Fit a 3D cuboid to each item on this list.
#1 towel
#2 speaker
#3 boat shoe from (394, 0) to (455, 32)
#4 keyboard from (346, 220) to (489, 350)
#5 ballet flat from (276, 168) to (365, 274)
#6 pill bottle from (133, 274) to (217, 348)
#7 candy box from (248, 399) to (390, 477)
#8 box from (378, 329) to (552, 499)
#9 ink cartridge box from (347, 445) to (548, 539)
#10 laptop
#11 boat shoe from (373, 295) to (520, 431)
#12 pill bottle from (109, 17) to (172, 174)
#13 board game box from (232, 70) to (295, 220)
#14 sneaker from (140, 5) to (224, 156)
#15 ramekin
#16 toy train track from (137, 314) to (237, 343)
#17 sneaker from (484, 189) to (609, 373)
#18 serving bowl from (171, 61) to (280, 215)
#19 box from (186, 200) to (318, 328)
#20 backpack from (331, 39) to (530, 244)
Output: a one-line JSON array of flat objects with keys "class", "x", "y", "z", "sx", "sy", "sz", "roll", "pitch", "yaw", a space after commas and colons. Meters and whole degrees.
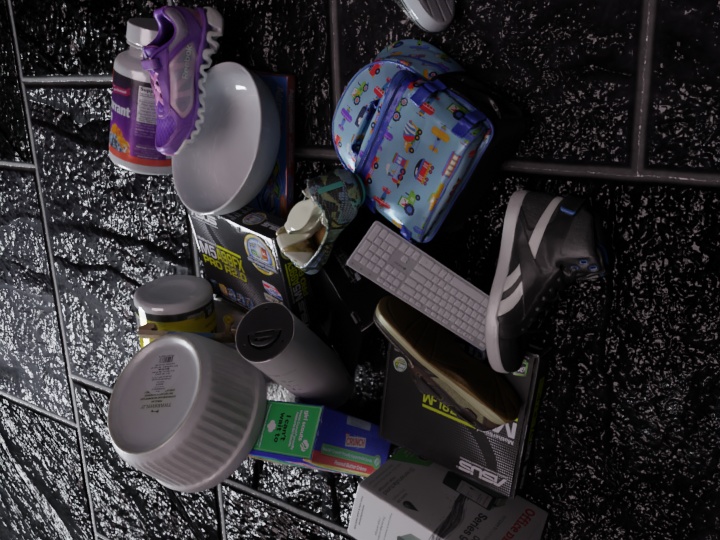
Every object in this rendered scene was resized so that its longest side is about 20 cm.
[{"class": "towel", "x": -0.158, "y": 0.128, "z": 1.108, "sx": 0.200, "sy": 0.034, "sz": 0.133, "roll": 19, "pitch": 116, "yaw": 31}, {"class": "speaker", "x": -0.080, "y": 0.116, "z": 0.941, "sx": 0.081, "sy": 0.200, "sz": 0.081, "roll": -11, "pitch": 59, "yaw": 19}, {"class": "boat shoe", "x": 0.037, "y": -0.335, "z": 0.799, "sx": 0.071, "sy": 0.072, "sz": 0.200, "roll": -40, "pitch": 70, "yaw": 47}, {"class": "keyboard", "x": 0.078, "y": 0.020, "z": 0.794, "sx": 0.200, "sy": 0.011, "sz": 0.056, "roll": 32, "pitch": 103, "yaw": -22}, {"class": "ballet flat", "x": -0.060, "y": -0.049, "z": 0.823, "sx": 0.074, "sy": 0.074, "sz": 0.200, "roll": 52, "pitch": 147, "yaw": 11}, {"class": "pill bottle", "x": -0.269, "y": 0.118, "z": 1.092, "sx": 0.114, "sy": 0.114, "sz": 0.200, "roll": 15, "pitch": 119, "yaw": 32}, {"class": "candy box", "x": -0.085, "y": 0.227, "z": 0.992, "sx": 0.200, "sy": 0.169, "sz": 0.077, "roll": -4, "pitch": 67, "yaw": 35}, {"class": "box", "x": 0.122, "y": 0.154, "z": 0.901, "sx": 0.200, "sy": 0.047, "sz": 0.193, "roll": 19, "pitch": 111, "yaw": 31}, {"class": "ink cartridge box", "x": 0.109, "y": 0.312, "z": 0.900, "sx": 0.200, "sy": 0.146, "sz": 0.084, "roll": 25, "pitch": 117, "yaw": 27}, {"class": "laptop", "x": 0.000, "y": 0.000, "z": 0.936, "sx": 0.200, "sy": 0.116, "sz": 0.187, "roll": -38, "pitch": 64, "yaw": 11}, {"class": "boat shoe", "x": 0.086, "y": 0.112, "z": 0.824, "sx": 0.200, "sy": 0.073, "sz": 0.065, "roll": 42, "pitch": 127, "yaw": 3}, {"class": "pill bottle", "x": -0.296, "y": -0.248, "z": 1.037, "sx": 0.111, "sy": 0.111, "sz": 0.200, "roll": 28, "pitch": 119, "yaw": 27}, {"class": "board game box", "x": -0.134, "y": -0.170, "z": 1.002, "sx": 0.103, "sy": 0.019, "sz": 0.200, "roll": 17, "pitch": 115, "yaw": 33}, {"class": "sneaker", "x": -0.245, "y": -0.251, "z": 0.940, "sx": 0.080, "sy": 0.088, "sz": 0.200, "roll": 20, "pitch": 99, "yaw": 44}, {"class": "ramekin", "x": -0.231, "y": 0.175, "z": 0.941, "sx": 0.200, "sy": 0.105, "sz": 0.200, "roll": -18, "pitch": 54, "yaw": 26}, {"class": "toy train track", "x": -0.201, "y": 0.081, "z": 0.999, "sx": 0.200, "sy": 0.115, "sz": 0.033, "roll": 2, "pitch": 70, "yaw": -3}, {"class": "sneaker", "x": 0.199, "y": 0.019, "z": 0.763, "sx": 0.112, "sy": 0.073, "sz": 0.200, "roll": 10, "pitch": 96, "yaw": 32}, {"class": "serving bowl", "x": -0.168, "y": -0.166, "z": 0.958, "sx": 0.200, "sy": 0.066, "sz": 0.200, "roll": -8, "pitch": 78, "yaw": 43}, {"class": "box", "x": -0.152, "y": -0.012, "z": 1.006, "sx": 0.200, "sy": 0.044, "sz": 0.160, "roll": 23, "pitch": 136, "yaw": 38}, {"class": "backpack", "x": 0.052, "y": -0.151, "z": 0.798, "sx": 0.200, "sy": 0.134, "sz": 0.183, "roll": 44, "pitch": 126, "yaw": 18}]
